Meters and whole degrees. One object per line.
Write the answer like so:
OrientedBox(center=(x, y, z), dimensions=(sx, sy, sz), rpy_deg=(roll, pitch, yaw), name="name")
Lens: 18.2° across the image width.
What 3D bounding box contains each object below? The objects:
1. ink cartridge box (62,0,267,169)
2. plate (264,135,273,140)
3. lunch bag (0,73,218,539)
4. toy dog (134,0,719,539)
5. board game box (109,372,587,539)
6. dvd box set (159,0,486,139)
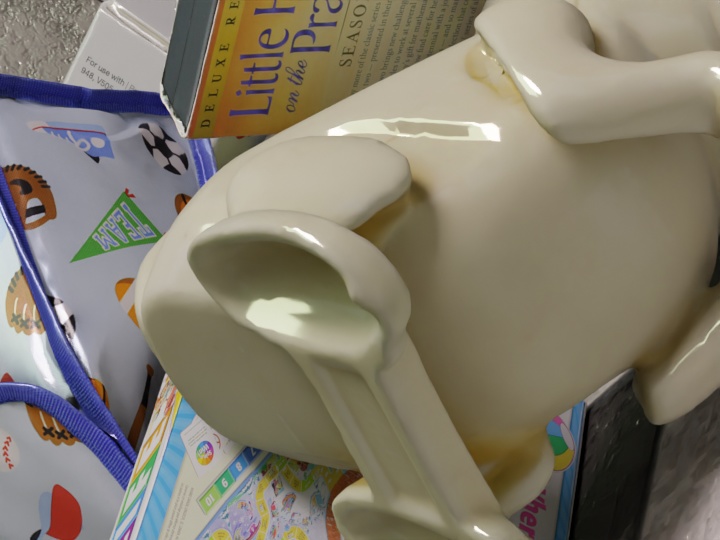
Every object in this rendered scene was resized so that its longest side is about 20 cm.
OrientedBox(center=(-0.099, -0.029, 1.062), dimensions=(0.200, 0.083, 0.147), rpy_deg=(-62, -14, 21), name="ink cartridge box")
OrientedBox(center=(-0.022, -0.023, 1.107), dimensions=(0.200, 0.032, 0.200), rpy_deg=(-62, -13, 23), name="plate")
OrientedBox(center=(-0.110, 0.060, 0.782), dimensions=(0.170, 0.124, 0.200), rpy_deg=(-47, 56, 38), name="lunch bag")
OrientedBox(center=(0.048, -0.017, 0.648), dimensions=(0.200, 0.140, 0.194), rpy_deg=(-42, 22, -24), name="toy dog")
OrientedBox(center=(-0.006, 0.088, 0.674), dimensions=(0.034, 0.134, 0.200), rpy_deg=(-53, 14, 40), name="board game box")
OrientedBox(center=(0.045, -0.110, 0.698), dimensions=(0.029, 0.200, 0.146), rpy_deg=(58, 144, 42), name="dvd box set")
